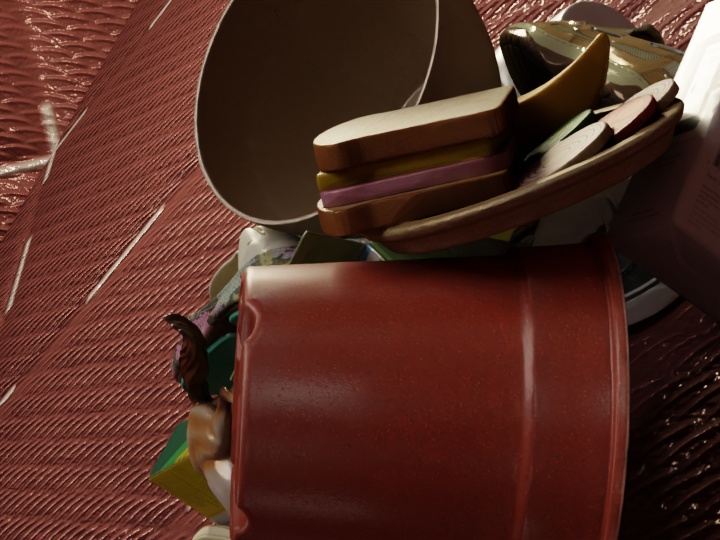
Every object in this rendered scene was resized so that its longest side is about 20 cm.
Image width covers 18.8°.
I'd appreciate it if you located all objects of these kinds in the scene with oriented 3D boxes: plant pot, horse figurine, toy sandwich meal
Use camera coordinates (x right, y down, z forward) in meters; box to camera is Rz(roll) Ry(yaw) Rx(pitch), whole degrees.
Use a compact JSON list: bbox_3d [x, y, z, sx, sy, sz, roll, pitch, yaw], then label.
[{"bbox_3d":[0.012,-0.104,1.353,0.199,0.134,0.202,-18,62,37],"label":"plant pot"},{"bbox_3d":[-0.069,0.122,1.340,0.050,0.201,0.133,-18,-16,-29],"label":"horse figurine"},{"bbox_3d":[0.029,0.076,1.157,0.201,0.193,0.203,-177,90,-85],"label":"plant pot"},{"bbox_3d":[0.071,-0.070,1.146,0.204,0.071,0.205,-22,10,4],"label":"toy sandwich meal"}]

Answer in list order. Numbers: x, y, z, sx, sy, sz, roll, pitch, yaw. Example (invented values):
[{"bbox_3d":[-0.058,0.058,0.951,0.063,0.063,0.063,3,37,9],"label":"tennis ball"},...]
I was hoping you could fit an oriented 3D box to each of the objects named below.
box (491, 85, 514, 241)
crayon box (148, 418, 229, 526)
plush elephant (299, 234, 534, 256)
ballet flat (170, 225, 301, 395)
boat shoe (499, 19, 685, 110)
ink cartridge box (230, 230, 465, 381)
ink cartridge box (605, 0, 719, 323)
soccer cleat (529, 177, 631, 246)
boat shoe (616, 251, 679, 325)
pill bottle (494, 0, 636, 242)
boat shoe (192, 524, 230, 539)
[{"bbox_3d":[0.054,-0.110,1.457,0.076,0.050,0.200,-58,44,26],"label":"box"},{"bbox_3d":[-0.057,0.142,1.506,0.051,0.126,0.200,-61,13,-23],"label":"crayon box"},{"bbox_3d":[0.000,0.000,1.484,0.166,0.199,0.155,-61,37,9],"label":"plush elephant"},{"bbox_3d":[-0.065,0.015,1.362,0.200,0.069,0.072,-38,52,53],"label":"ballet flat"},{"bbox_3d":[0.156,-0.121,1.338,0.076,0.072,0.200,-32,29,-10],"label":"boat shoe"},{"bbox_3d":[0.028,0.045,1.292,0.059,0.199,0.104,42,111,37],"label":"ink cartridge box"},{"bbox_3d":[0.228,-0.075,1.184,0.068,0.116,0.201,-16,44,61],"label":"ink cartridge box"},{"bbox_3d":[0.133,0.002,1.391,0.201,0.068,0.085,-58,27,7],"label":"soccer cleat"},{"bbox_3d":[0.194,-0.046,1.298,0.200,0.068,0.072,-45,22,33],"label":"boat shoe"},{"bbox_3d":[0.113,-0.096,1.514,0.200,0.113,0.114,-39,26,45],"label":"pill bottle"},{"bbox_3d":[-0.080,0.226,1.551,0.199,0.072,0.065,-11,43,58],"label":"boat shoe"}]
